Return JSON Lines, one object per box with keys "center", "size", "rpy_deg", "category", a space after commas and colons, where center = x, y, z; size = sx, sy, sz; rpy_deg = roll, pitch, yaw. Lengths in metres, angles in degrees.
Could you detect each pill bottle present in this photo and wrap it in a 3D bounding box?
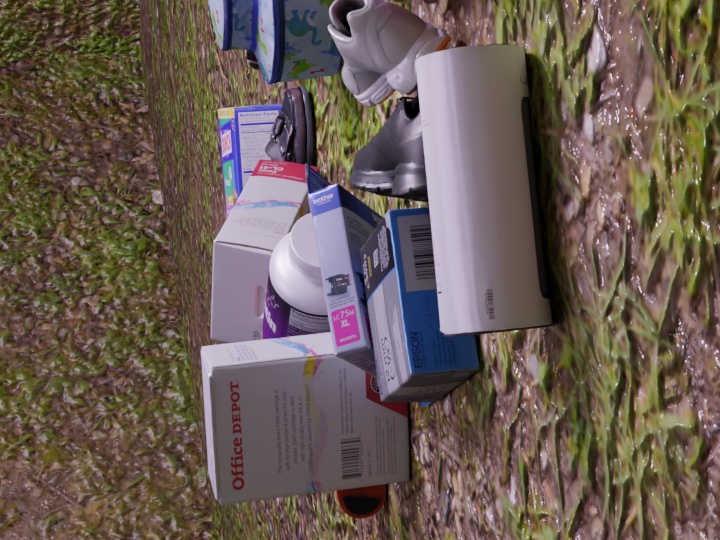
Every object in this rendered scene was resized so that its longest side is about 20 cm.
{"center": [-0.047, 0.029, 1.634], "size": [0.201, 0.112, 0.113], "rpy_deg": [101, 160, -51], "category": "pill bottle"}

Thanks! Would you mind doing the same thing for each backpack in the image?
{"center": [-0.089, -0.302, 1.613], "size": [0.184, 0.146, 0.201], "rpy_deg": [96, 161, -49], "category": "backpack"}

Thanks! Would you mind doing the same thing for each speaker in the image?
{"center": [0.086, -0.057, 1.068], "size": [0.081, 0.081, 0.201], "rpy_deg": [163, 102, -77], "category": "speaker"}

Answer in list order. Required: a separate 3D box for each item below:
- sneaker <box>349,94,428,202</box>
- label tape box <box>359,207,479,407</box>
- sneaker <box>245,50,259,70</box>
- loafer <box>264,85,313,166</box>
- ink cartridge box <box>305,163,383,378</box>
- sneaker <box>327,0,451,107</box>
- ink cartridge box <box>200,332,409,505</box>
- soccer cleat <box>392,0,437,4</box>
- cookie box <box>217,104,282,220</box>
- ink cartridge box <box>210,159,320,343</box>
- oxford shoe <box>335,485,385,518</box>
{"center": [0.046, -0.105, 1.289], "size": [0.200, 0.075, 0.091], "rpy_deg": [-167, 82, -70], "category": "sneaker"}
{"center": [0.042, 0.040, 1.345], "size": [0.200, 0.066, 0.144], "rpy_deg": [130, 133, -71], "category": "label tape box"}
{"center": [-0.092, -0.324, 1.827], "size": [0.201, 0.076, 0.085], "rpy_deg": [110, 164, -48], "category": "sneaker"}
{"center": [-0.094, -0.133, 1.895], "size": [0.072, 0.063, 0.201], "rpy_deg": [-115, 23, -57], "category": "loafer"}
{"center": [0.000, 0.000, 1.451], "size": [0.119, 0.042, 0.201], "rpy_deg": [34, -141, -59], "category": "ink cartridge box"}
{"center": [0.009, -0.198, 1.283], "size": [0.076, 0.092, 0.200], "rpy_deg": [-54, 11, -9], "category": "sneaker"}
{"center": [-0.057, 0.143, 1.522], "size": [0.083, 0.199, 0.147], "rpy_deg": [-134, 41, -70], "category": "ink cartridge box"}
{"center": [0.057, -0.259, 1.163], "size": [0.200, 0.066, 0.077], "rpy_deg": [168, 101, -80], "category": "soccer cleat"}
{"center": [-0.149, -0.131, 2.120], "size": [0.171, 0.075, 0.201], "rpy_deg": [-158, 64, -77], "category": "cookie box"}
{"center": [-0.111, -0.020, 1.806], "size": [0.200, 0.085, 0.148], "rpy_deg": [-65, -17, -55], "category": "ink cartridge box"}
{"center": [-0.013, 0.165, 1.644], "size": [0.073, 0.071, 0.201], "rpy_deg": [-119, 26, -72], "category": "oxford shoe"}
